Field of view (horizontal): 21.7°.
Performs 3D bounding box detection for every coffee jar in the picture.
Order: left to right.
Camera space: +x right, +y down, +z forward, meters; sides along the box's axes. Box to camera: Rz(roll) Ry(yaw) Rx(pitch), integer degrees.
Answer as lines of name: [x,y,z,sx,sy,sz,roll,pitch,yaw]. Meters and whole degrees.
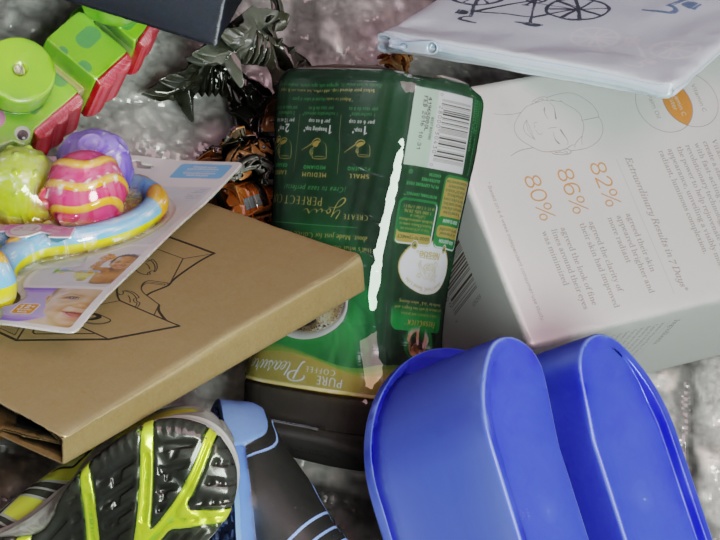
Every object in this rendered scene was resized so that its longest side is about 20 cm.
coffee jar: [0.000,0.000,0.954,0.085,0.104,0.201,8,89,-50]

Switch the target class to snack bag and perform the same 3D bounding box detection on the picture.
snack bag: [0.136,-0.143,1.064,0.188,0.021,0.200,14,32,28]

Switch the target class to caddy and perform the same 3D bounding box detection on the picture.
caddy: [0.078,0.122,0.862,0.141,0.105,0.201,1,66,-43]

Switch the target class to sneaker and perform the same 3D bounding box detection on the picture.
sneaker: [-0.133,0.130,0.829,0.199,0.076,0.076,-31,94,8]
sneaker: [-0.022,0.148,0.850,0.078,0.070,0.201,-1,57,-21]

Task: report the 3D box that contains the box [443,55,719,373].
box: [0.135,-0.024,1.045,0.199,0.106,0.153,-11,69,-23]

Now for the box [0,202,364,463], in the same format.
box: [-0.120,0.015,0.870,0.163,0.021,0.200,19,32,34]

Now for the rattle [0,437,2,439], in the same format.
rattle: [-0.286,0.057,0.886,0.199,0.131,0.143,16,49,16]

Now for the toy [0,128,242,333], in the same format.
toy: [-0.145,-0.032,0.883,0.115,0.047,0.200,4,28,17]

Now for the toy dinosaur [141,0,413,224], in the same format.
toy dinosaur: [-0.044,-0.072,1.034,0.136,0.102,0.200,51,41,-8]

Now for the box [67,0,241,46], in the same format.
box: [-0.133,-0.236,0.995,0.196,0.118,0.200,17,34,2]

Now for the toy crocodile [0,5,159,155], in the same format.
toy crocodile: [-0.154,-0.108,1.010,0.062,0.068,0.200,40,60,3]
